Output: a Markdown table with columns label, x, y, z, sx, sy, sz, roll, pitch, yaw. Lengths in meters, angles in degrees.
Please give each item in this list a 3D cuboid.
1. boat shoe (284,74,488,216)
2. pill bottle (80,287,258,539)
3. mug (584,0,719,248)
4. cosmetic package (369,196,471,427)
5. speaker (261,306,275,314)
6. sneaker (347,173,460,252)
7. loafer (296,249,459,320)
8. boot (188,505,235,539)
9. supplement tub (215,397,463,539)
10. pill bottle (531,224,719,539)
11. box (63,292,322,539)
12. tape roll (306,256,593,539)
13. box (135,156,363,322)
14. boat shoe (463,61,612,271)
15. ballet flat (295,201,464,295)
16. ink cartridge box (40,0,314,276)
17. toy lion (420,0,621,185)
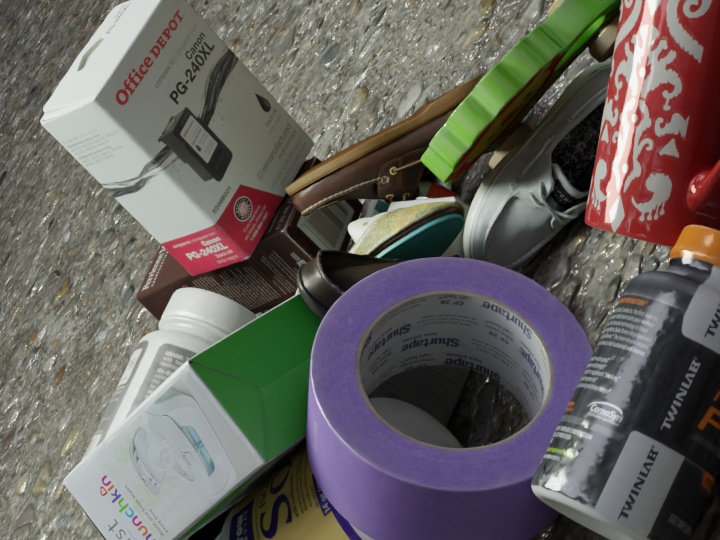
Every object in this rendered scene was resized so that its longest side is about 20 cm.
| label | x | y | z | sx | sy | sz | roll | pitch | yaw |
| --- | --- | --- | --- | --- | --- | --- | --- | --- | --- |
| boat shoe | 0.035 | -0.092 | 1.723 | 0.199 | 0.071 | 0.070 | -28 | 5 | -5 |
| pill bottle | -0.159 | 0.123 | 1.754 | 0.113 | 0.113 | 0.201 | -17 | 44 | 57 |
| mug | 0.221 | -0.116 | 1.358 | 0.177 | 0.132 | 0.202 | -26 | -51 | -80 |
| cosmetic package | 0.041 | 0.047 | 1.659 | 0.107 | 0.084 | 0.201 | 2 | 64 | 62 |
| speaker | -0.054 | 0.016 | 1.883 | 0.089 | 0.088 | 0.200 | -56 | 24 | 9 |
| sneaker | 0.041 | -0.031 | 1.764 | 0.093 | 0.070 | 0.201 | -44 | 25 | 43 |
| loafer | 0.050 | 0.013 | 1.526 | 0.073 | 0.198 | 0.072 | -100 | 26 | -52 |
| boot | -0.090 | 0.210 | 1.741 | 0.158 | 0.079 | 0.212 | -49 | 25 | 23 |
| supplement tub | -0.016 | 0.203 | 1.519 | 0.200 | 0.145 | 0.146 | -42 | 29 | 34 |
| pill bottle | 0.196 | 0.074 | 1.291 | 0.201 | 0.106 | 0.106 | -63 | 24 | -8 |
| box | -0.097 | 0.113 | 1.526 | 0.176 | 0.097 | 0.200 | -43 | -7 | 35 |
| tape roll | 0.062 | 0.093 | 1.408 | 0.085 | 0.198 | 0.201 | 96 | -178 | -50 |
| box | -0.100 | -0.017 | 1.822 | 0.199 | 0.075 | 0.101 | -25 | 32 | 39 |
| boat shoe | 0.153 | -0.074 | 1.591 | 0.201 | 0.070 | 0.072 | -54 | 18 | 6 |
| ballet flat | 0.000 | 0.000 | 1.601 | 0.200 | 0.070 | 0.071 | -48 | 26 | 24 |
| ink cartridge box | -0.154 | -0.119 | 1.739 | 0.083 | 0.200 | 0.146 | -14 | 38 | 46 |
| toy lion | 0.128 | -0.150 | 1.600 | 0.200 | 0.069 | 0.192 | -48 | -7 | 7 |
